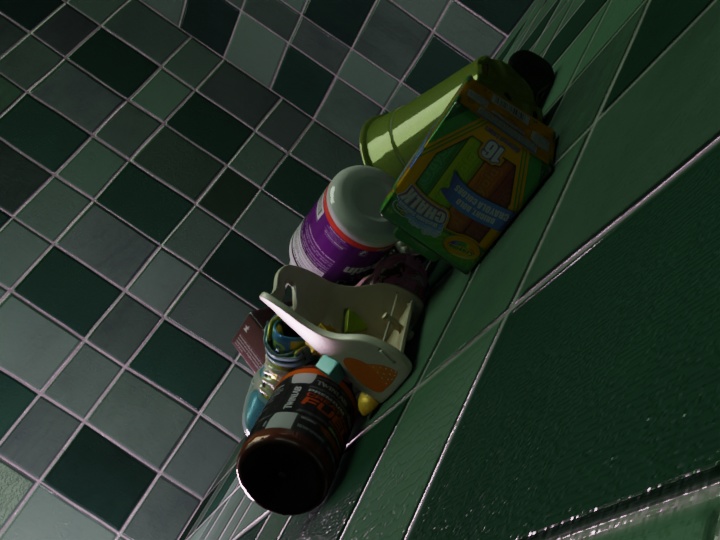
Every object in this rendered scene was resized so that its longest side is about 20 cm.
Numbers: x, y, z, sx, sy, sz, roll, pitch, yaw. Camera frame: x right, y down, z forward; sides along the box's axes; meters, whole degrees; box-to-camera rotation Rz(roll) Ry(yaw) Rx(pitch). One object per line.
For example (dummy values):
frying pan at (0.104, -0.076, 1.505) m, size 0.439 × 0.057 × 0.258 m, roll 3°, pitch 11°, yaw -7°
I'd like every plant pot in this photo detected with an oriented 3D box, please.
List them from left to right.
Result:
plant pot at (0.135, -0.179, 1.140) m, size 0.190 × 0.200 × 0.200 m, roll -37°, pitch 15°, yaw 38°

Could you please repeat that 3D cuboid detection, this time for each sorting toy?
sorting toy at (-0.030, 0.061, 1.000) m, size 0.107 × 0.180 × 0.200 m, roll -55°, pitch 3°, yaw 18°

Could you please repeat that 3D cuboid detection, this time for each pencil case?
pencil case at (0.037, 0.032, 1.189) m, size 0.200 × 0.086 × 0.083 m, roll 135°, pitch 125°, yaw -76°

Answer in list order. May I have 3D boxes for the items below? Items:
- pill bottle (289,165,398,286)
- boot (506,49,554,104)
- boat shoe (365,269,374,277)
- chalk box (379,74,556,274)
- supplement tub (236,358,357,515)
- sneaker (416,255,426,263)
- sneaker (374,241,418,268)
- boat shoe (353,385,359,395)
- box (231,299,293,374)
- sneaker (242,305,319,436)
pill bottle at (-0.023, -0.043, 1.122) m, size 0.113 × 0.112 × 0.200 m, roll -59°, pitch 7°, yaw -36°
boot at (0.212, -0.234, 1.294) m, size 0.154 × 0.073 × 0.204 m, roll -57°, pitch 0°, yaw 44°
boat shoe at (0.000, 0.000, 1.308) m, size 0.069 × 0.200 × 0.057 m, roll -42°, pitch 31°, yaw -9°
chalk box at (0.109, -0.091, 0.959) m, size 0.200 × 0.125 × 0.124 m, roll -56°, pitch 3°, yaw 29°
supplement tub at (-0.064, 0.180, 0.988) m, size 0.107 × 0.107 × 0.200 m, roll -55°, pitch 4°, yaw 26°
sneaker at (0.029, -0.044, 1.403) m, size 0.200 × 0.077 × 0.089 m, roll -8°, pitch 70°, yaw 43°
sneaker at (0.058, -0.043, 1.267) m, size 0.200 × 0.075 × 0.081 m, roll -22°, pitch -20°, yaw -20°
boat shoe at (-0.036, 0.161, 1.139) m, size 0.200 × 0.071 × 0.070 m, roll -64°, pitch 9°, yaw -20°
box at (-0.081, 0.099, 1.280) m, size 0.200 × 0.100 × 0.075 m, roll -13°, pitch -33°, yaw -50°
sneaker at (-0.107, 0.127, 1.106) m, size 0.200 × 0.079 × 0.131 m, roll -63°, pitch -15°, yaw -6°
